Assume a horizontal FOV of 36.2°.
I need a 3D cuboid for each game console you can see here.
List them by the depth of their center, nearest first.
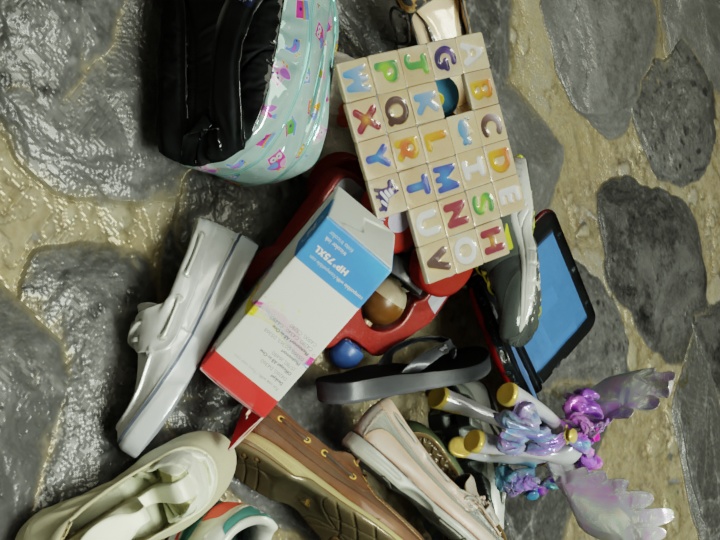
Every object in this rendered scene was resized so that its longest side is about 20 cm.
[{"bbox_3d":[0.200,0.072,1.163,0.200,0.118,0.173,58,11,-41],"label":"game console"}]

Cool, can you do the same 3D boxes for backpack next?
[{"bbox_3d":[-0.093,-0.173,0.915,0.126,0.166,0.201,12,81,-49],"label":"backpack"}]

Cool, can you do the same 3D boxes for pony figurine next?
[{"bbox_3d":[0.187,0.162,1.036,0.199,0.193,0.168,23,70,-30],"label":"pony figurine"}]

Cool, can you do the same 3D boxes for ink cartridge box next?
[{"bbox_3d":[-0.060,0.037,0.890,0.067,0.200,0.116,39,14,-8],"label":"ink cartridge box"}]

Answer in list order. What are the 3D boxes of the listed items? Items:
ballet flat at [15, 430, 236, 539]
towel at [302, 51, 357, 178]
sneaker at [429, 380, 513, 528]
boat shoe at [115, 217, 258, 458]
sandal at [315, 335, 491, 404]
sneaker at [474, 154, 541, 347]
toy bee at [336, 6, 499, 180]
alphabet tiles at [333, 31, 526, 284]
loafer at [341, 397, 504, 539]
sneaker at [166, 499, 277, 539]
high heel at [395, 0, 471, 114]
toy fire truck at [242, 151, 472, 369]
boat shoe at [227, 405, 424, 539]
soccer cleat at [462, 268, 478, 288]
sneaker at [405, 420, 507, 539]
[{"bbox_3d":[-0.161,0.178,0.831,0.199,0.069,0.070,-27,103,-38],"label":"ballet flat"},{"bbox_3d":[0.023,-0.125,1.109,0.199,0.034,0.133,21,68,-42],"label":"towel"},{"bbox_3d":[0.131,0.210,1.138,0.088,0.074,0.201,-4,86,-44],"label":"sneaker"},{"bbox_3d":[-0.153,0.050,0.884,0.065,0.074,0.201,28,65,-6],"label":"boat shoe"},{"bbox_3d":[0.048,0.087,1.026,0.199,0.076,0.043,-7,94,-41],"label":"sandal"},{"bbox_3d":[0.131,-0.017,1.073,0.075,0.084,0.201,68,20,-60],"label":"sneaker"},{"bbox_3d":[0.037,-0.141,1.046,0.108,0.200,0.131,-25,140,-16],"label":"toy bee"},{"bbox_3d":[0.069,-0.098,0.965,0.167,0.008,0.201,-19,97,-34],"label":"alphabet tiles"},{"bbox_3d":[0.075,0.195,0.992,0.200,0.072,0.063,40,77,-9],"label":"loafer"},{"bbox_3d":[-0.123,0.270,0.850,0.070,0.093,0.201,41,56,-34],"label":"sneaker"},{"bbox_3d":[0.091,-0.222,1.085,0.200,0.071,0.143,69,-3,-76],"label":"high heel"},{"bbox_3d":[0.000,0.000,1.022,0.168,0.112,0.200,-53,130,-4],"label":"toy fire truck"},{"bbox_3d":[-0.022,0.185,0.947,0.200,0.072,0.068,36,50,-4],"label":"boat shoe"},{"bbox_3d":[0.142,-0.015,1.203,0.200,0.070,0.087,24,99,-51],"label":"soccer cleat"},{"bbox_3d":[0.088,0.229,1.079,0.067,0.090,0.201,-29,102,0],"label":"sneaker"}]
